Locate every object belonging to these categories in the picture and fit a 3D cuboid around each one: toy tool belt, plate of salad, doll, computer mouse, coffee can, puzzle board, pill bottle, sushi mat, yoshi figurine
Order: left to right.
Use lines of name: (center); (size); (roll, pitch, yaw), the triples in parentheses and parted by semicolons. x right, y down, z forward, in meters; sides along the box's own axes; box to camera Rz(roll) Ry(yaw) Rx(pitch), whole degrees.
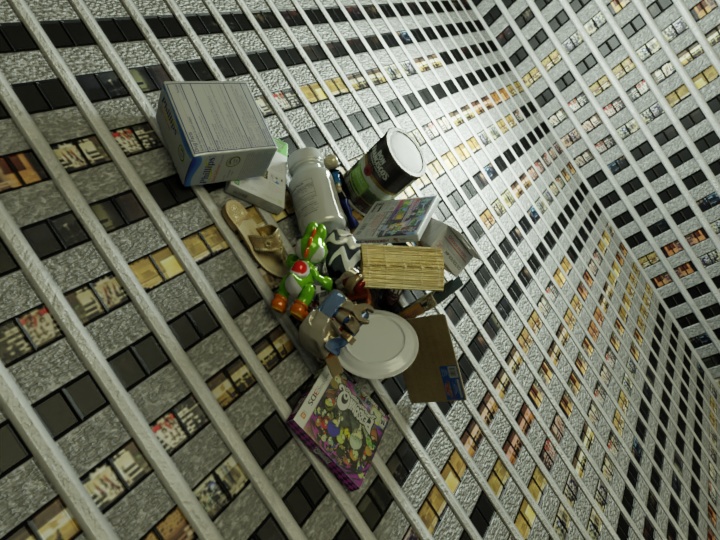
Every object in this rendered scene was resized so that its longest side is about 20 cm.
yoshi figurine: (-0.116, 0.002, 1.137); (0.111, 0.111, 0.206); (27, 75, -31)
computer mouse: (-0.106, 0.035, 1.206); (0.107, 0.043, 0.207); (13, 62, -37)
pill bottle: (-0.112, -0.184, 1.280); (0.112, 0.113, 0.206); (1, 65, -43)
doll: (-0.048, -0.197, 1.364); (0.137, 0.047, 0.206); (-114, -178, -81)
toy tool belt: (-0.030, 0.109, 1.111); (0.122, 0.125, 0.201); (37, 78, 15)
plate of salad: (0.032, 0.165, 1.183); (0.192, 0.049, 0.204); (0, 41, 0)
coffee can: (0.060, -0.260, 1.433); (0.143, 0.199, 0.151); (23, 50, -31)
sushi mat: (0.094, -0.006, 1.185); (0.192, 0.012, 0.100); (3, 79, -10)
puzzle board: (0.156, 0.206, 1.234); (0.017, 0.147, 0.207); (-27, 103, -56)

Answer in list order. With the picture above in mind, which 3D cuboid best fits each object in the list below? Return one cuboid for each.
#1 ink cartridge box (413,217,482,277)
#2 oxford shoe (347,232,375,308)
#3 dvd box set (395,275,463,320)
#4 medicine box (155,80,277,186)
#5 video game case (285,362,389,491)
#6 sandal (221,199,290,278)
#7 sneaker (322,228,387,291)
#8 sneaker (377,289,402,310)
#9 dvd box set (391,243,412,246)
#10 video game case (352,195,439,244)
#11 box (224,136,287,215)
ink cartridge box: (0.194, -0.061, 1.287); (0.115, 0.068, 0.200); (44, -2, -27)
oxford shoe: (-0.004, 0.007, 1.317); (0.072, 0.069, 0.207); (24, 52, -57)
dvd box set: (0.143, 0.087, 1.299); (0.145, 0.198, 0.030); (-29, 85, -48)
medicine box: (-0.306, -0.295, 1.134); (0.196, 0.103, 0.186); (-15, 71, -37)
video game case: (-0.040, 0.310, 1.101); (0.201, 0.035, 0.182); (48, 41, -11)
sandal: (-0.208, -0.075, 1.151); (0.212, 0.069, 0.078); (48, 42, -11)
sneaker: (0.000, 0.000, 1.216); (0.194, 0.079, 0.133); (23, 66, -12)
sneaker: (0.070, 0.033, 1.364); (0.073, 0.119, 0.201); (20, 14, -6)
dvd box set: (0.140, -0.031, 1.395); (0.148, 0.029, 0.199); (54, 10, 29)
video game case: (0.085, -0.123, 1.302); (0.201, 0.176, 0.024); (-57, 136, -50)
box: (-0.240, -0.245, 1.253); (0.141, 0.036, 0.206); (23, 53, -34)
